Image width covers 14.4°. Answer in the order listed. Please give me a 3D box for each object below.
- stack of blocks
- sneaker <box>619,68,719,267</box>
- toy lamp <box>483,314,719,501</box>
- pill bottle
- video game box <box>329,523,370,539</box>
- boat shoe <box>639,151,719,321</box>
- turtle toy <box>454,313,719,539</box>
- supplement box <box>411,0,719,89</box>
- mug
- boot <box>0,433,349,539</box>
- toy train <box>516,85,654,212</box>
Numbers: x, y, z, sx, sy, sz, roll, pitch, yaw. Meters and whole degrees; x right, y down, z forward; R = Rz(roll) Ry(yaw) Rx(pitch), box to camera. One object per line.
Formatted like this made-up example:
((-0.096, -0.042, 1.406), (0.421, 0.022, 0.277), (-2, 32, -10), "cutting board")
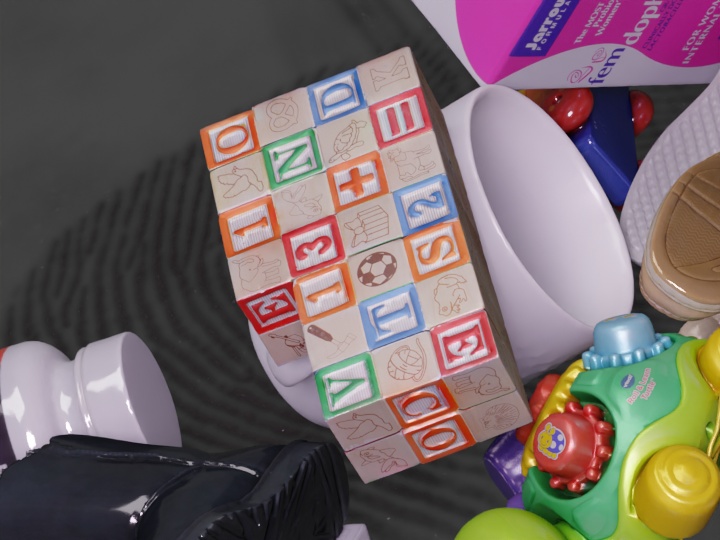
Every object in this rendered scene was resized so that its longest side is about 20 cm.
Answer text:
((0.000, 0.000, 1.374), (0.115, 0.059, 0.200), (-21, 50, 8), "stack of blocks")
((0.223, -0.074, 1.567), (0.200, 0.079, 0.078), (-56, 37, -2), "sneaker")
((0.152, 0.053, 1.475), (0.200, 0.058, 0.058), (-35, 38, -9), "toy lamp")
((-0.206, 0.105, 1.592), (0.199, 0.112, 0.112), (-19, 38, 11), "pill bottle")
((-0.105, 0.202, 1.431), (0.182, 0.047, 0.200), (-4, 27, 25), "video game box")
((0.188, -0.022, 1.432), (0.074, 0.069, 0.200), (38, 41, 8), "boat shoe")
((0.115, 0.103, 1.349), (0.101, 0.146, 0.200), (27, 57, 8), "turtle toy")
((0.132, -0.169, 1.572), (0.200, 0.101, 0.103), (-5, 48, -42), "supplement box")
((0.023, 0.012, 1.500), (0.175, 0.148, 0.200), (-30, -1, 27), "mug")
((-0.117, 0.140, 1.420), (0.168, 0.077, 0.200), (-2, 21, 25), "boot")
((0.103, -0.094, 1.666), (0.116, 0.085, 0.200), (-31, 31, 22), "toy train")
